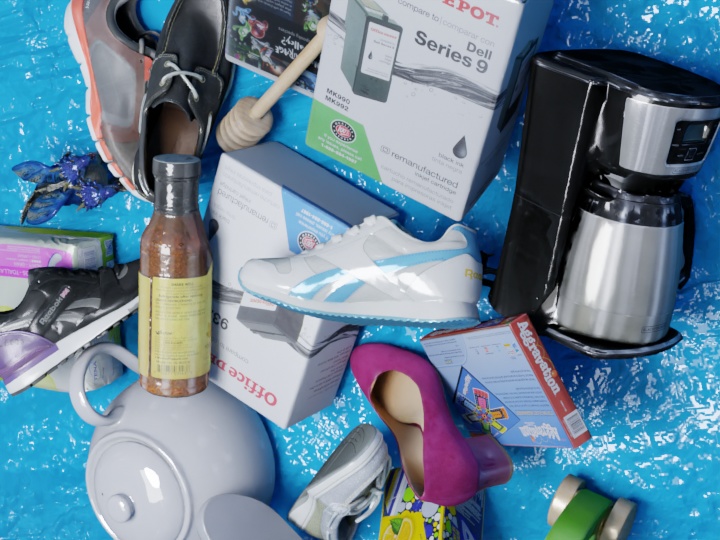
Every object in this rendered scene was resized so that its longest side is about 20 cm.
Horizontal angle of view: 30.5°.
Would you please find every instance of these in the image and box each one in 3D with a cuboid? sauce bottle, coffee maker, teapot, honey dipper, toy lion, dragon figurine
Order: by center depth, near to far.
[{"bbox_3d":[0.162,-0.059,0.979,0.190,0.134,0.202,17,110,25],"label":"coffee maker"},{"bbox_3d":[0.140,0.286,1.050,0.068,0.191,0.202,23,113,22],"label":"toy lion"},{"bbox_3d":[-0.064,-0.153,1.095,0.038,0.038,0.200,59,143,3],"label":"honey dipper"},{"bbox_3d":[-0.155,0.004,1.118,0.065,0.066,0.202,13,108,25],"label":"sauce bottle"},{"bbox_3d":[-0.186,0.190,1.234,0.199,0.146,0.199,27,115,21],"label":"teapot"},{"bbox_3d":[-0.288,-0.078,1.243,0.198,0.099,0.059,-9,99,36],"label":"dragon figurine"}]

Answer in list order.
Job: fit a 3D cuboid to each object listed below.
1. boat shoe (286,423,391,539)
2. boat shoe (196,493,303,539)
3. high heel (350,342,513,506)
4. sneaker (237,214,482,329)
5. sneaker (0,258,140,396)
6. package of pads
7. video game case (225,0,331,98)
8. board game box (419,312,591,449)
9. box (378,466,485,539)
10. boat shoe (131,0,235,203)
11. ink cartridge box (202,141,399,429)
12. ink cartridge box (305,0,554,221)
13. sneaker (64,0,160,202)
[{"bbox_3d":[-0.010,0.193,1.150,0.065,0.075,0.202,38,147,3],"label":"boat shoe"},{"bbox_3d":[-0.072,0.270,1.197,0.199,0.069,0.056,35,143,-20],"label":"boat shoe"},{"bbox_3d":[0.032,0.120,1.095,0.199,0.095,0.068,34,119,42],"label":"high heel"},{"bbox_3d":[0.000,0.000,1.033,0.198,0.076,0.082,3,83,18],"label":"sneaker"},{"bbox_3d":[-0.260,0.022,1.211,0.088,0.199,0.076,56,165,-7],"label":"sneaker"},{"bbox_3d":[-0.333,0.038,1.319,0.198,0.068,0.156,4,105,29],"label":"package of pads"},{"bbox_3d":[-0.016,-0.212,1.059,0.199,0.023,0.183,25,134,15],"label":"video game case"},{"bbox_3d":[0.109,0.089,1.039,0.104,0.019,0.200,63,163,-2],"label":"board game box"},{"bbox_3d":[0.055,0.258,1.090,0.070,0.201,0.064,-21,132,31],"label":"box"},{"bbox_3d":[-0.151,-0.154,1.145,0.071,0.068,0.202,15,94,-6],"label":"boat shoe"},{"bbox_3d":[-0.072,0.012,1.154,0.144,0.083,0.202,30,116,23],"label":"ink cartridge box"},{"bbox_3d":[0.049,-0.160,0.976,0.145,0.084,0.201,27,135,15],"label":"ink cartridge box"},{"bbox_3d":[-0.200,-0.161,1.191,0.081,0.077,0.202,-17,97,22],"label":"sneaker"}]
